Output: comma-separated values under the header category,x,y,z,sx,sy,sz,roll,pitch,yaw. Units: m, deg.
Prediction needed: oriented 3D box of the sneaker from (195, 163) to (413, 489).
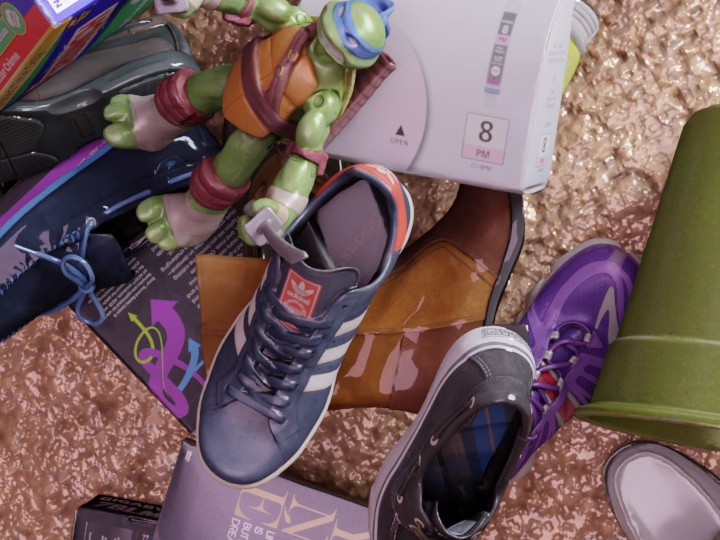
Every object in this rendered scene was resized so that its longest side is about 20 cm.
category,x,y,z,sx,sy,sz,roll,pitch,yaw
sneaker,-0.036,0.026,0.910,0.074,0.085,0.201,25,83,6

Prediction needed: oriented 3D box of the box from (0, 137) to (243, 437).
category,x,y,z,sx,sy,sz,roll,pitch,yaw
box,-0.125,-0.012,1.063,0.143,0.036,0.200,-44,84,-9

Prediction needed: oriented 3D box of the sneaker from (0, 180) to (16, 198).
category,x,y,z,sx,sy,sz,roll,pitch,yaw
sneaker,-0.228,-0.130,1.073,0.082,0.071,0.202,13,93,20

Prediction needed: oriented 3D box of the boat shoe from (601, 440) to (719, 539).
category,x,y,z,sx,sy,sz,roll,pitch,yaw
boat shoe,0.224,0.191,1.013,0.075,0.068,0.200,-40,86,10

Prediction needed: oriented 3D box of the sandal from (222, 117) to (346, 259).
category,x,y,z,sx,sy,sz,roll,pitch,yaw
sandal,-0.047,-0.028,1.024,0.081,0.055,0.202,3,75,-8

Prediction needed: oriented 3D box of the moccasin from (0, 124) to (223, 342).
category,x,y,z,sx,sy,sz,roll,pitch,yaw
moccasin,-0.163,-0.021,1.002,0.200,0.081,0.068,-44,72,-7

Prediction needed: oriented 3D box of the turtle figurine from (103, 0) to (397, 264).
category,x,y,z,sx,sy,sz,roll,pitch,yaw
turtle figurine,-0.086,-0.085,0.897,0.144,0.201,0.193,43,139,-14

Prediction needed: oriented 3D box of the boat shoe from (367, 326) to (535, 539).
category,x,y,z,sx,sy,sz,roll,pitch,yaw
boat shoe,0.054,0.126,0.943,0.069,0.067,0.201,15,126,-13

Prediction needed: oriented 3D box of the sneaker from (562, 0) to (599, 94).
category,x,y,z,sx,sy,sz,roll,pitch,yaw
sneaker,0.043,-0.148,1.015,0.198,0.078,0.091,17,85,9

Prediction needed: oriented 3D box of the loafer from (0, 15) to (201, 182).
category,x,y,z,sx,sy,sz,roll,pitch,yaw
loafer,-0.200,-0.108,1.036,0.198,0.072,0.063,-17,57,-10

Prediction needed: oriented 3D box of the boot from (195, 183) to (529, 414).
category,x,y,z,sx,sy,sz,roll,pitch,yaw
boot,0.000,0.000,0.990,0.198,0.068,0.190,-1,81,1

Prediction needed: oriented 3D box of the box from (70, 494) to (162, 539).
category,x,y,z,sx,sy,sz,roll,pitch,yaw
box,-0.103,0.266,1.087,0.196,0.050,0.202,8,94,9

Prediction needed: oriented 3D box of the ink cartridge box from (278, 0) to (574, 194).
category,x,y,z,sx,sy,sz,roll,pitch,yaw
ink cartridge box,0.041,-0.157,0.946,0.161,0.057,0.202,12,106,24

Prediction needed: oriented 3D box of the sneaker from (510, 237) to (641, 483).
category,x,y,z,sx,sy,sz,roll,pitch,yaw
sneaker,0.113,0.073,1.019,0.080,0.083,0.201,35,97,6

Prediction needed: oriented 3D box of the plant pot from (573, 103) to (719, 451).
category,x,y,z,sx,sy,sz,roll,pitch,yaw
plant pot,0.236,0.008,0.956,0.198,0.200,0.192,8,82,10

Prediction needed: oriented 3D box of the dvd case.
category,x,y,z,sx,sy,sz,roll,pitch,yaw
dvd case,-0.043,0.210,1.043,0.198,0.016,0.150,18,94,7

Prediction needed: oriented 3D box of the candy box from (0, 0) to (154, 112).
category,x,y,z,sx,sy,sz,roll,pitch,yaw
candy box,-0.151,-0.183,0.941,0.200,0.169,0.077,-40,97,-31
